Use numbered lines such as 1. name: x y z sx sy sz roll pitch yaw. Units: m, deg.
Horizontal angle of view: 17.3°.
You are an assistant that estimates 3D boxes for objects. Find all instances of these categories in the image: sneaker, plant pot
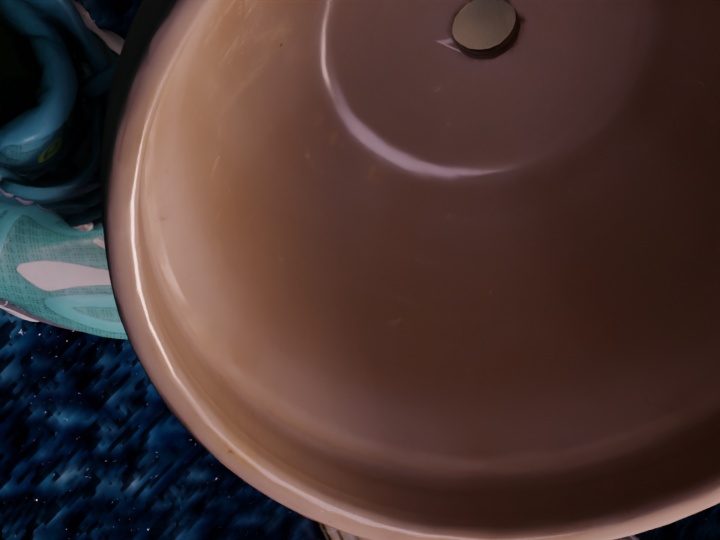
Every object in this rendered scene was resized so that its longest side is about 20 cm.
1. sneaker: -0.085 -0.035 0.549 0.078 0.080 0.200 -50 139 -5
2. plant pot: 0.037 -0.039 0.554 0.200 0.093 0.201 -5 125 -8

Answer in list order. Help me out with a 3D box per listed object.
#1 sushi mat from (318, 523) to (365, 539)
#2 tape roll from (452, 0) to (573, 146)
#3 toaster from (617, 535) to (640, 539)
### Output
1. sushi mat: 0.000 0.000 0.705 0.096 0.012 0.200 -42 137 -18
2. tape roll: 0.094 -0.116 0.671 0.202 0.071 0.203 -24 127 -37
3. toaster: 0.052 0.176 0.786 0.200 0.119 0.181 -43 138 -16
